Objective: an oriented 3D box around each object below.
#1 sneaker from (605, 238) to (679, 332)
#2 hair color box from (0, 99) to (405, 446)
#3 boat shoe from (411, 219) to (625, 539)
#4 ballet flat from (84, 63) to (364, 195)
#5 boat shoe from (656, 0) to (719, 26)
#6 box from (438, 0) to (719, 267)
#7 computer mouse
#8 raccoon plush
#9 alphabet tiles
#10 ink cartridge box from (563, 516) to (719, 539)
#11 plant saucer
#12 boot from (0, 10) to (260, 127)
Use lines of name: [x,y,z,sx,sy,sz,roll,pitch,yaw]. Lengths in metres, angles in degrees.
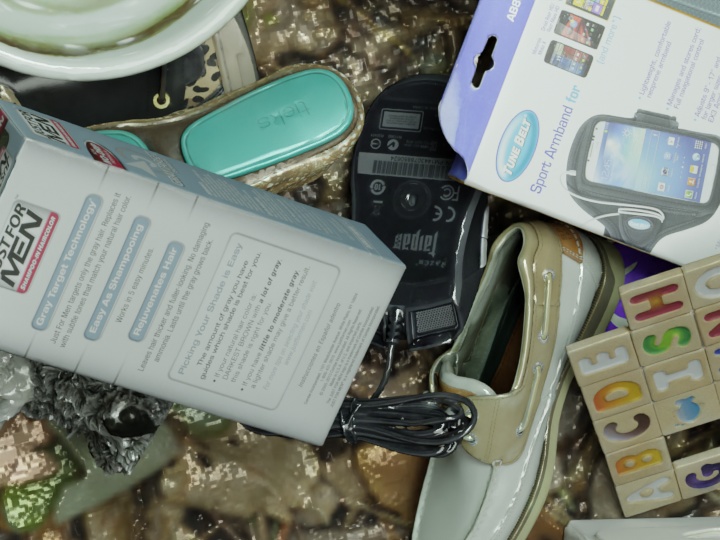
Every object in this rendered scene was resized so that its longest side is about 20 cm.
sneaker: [0.216,0.008,1.471,0.200,0.100,0.070,-4,99,-17]
hair color box: [-0.091,0.003,1.286,0.200,0.061,0.099,18,104,-28]
boat shoe: [0.065,0.067,1.441,0.068,0.075,0.200,20,91,-41]
ballet flat: [-0.093,-0.042,1.345,0.200,0.065,0.071,-16,74,-9]
boat shoe: [0.183,-0.103,1.461,0.200,0.072,0.062,22,137,-7]
box: [0.136,-0.074,1.393,0.200,0.041,0.119,21,93,-13]
computer mouse: [0.000,0.000,1.429,0.140,0.046,0.200,-1,75,16]
raccoon plush: [-0.142,0.009,1.393,0.134,0.097,0.200,29,61,-6]
alphabet tiles: [0.198,0.051,1.438,0.167,0.008,0.200,-18,142,5]
ink cartridge box: [0.193,0.242,1.482,0.147,0.145,0.200,-1,99,-16]
plant saucer: [-0.131,-0.188,1.291,0.200,0.050,0.201,-1,95,-7]
boot: [-0.145,-0.140,1.354,0.150,0.073,0.200,-23,111,-12]
